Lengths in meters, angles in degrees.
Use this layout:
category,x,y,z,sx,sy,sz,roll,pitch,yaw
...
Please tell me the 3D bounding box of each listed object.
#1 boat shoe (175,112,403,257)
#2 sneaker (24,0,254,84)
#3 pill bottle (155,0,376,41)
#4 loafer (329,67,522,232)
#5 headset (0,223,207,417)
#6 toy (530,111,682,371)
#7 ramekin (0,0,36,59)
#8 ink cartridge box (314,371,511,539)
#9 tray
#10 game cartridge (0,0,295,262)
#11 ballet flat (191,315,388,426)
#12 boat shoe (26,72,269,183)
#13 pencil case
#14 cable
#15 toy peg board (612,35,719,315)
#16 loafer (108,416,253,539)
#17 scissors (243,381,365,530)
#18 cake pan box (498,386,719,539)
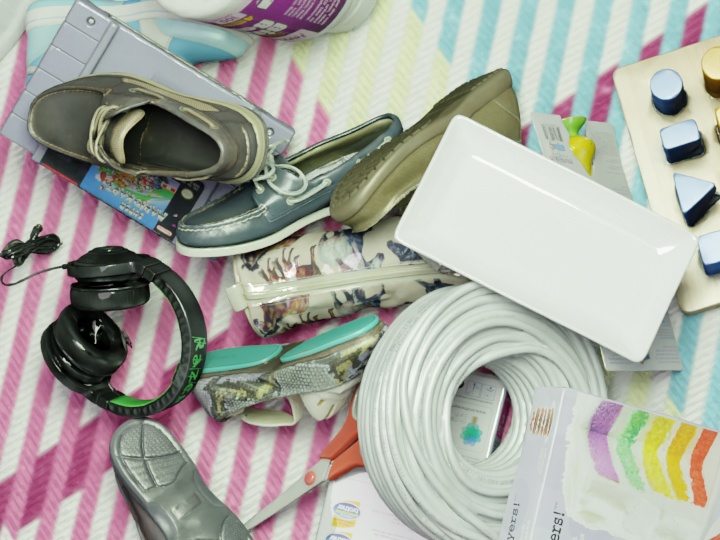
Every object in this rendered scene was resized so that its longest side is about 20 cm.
category,x,y,z,sx,sy,sz,roll,pitch,yaw
boat shoe,-0.053,-0.065,1.618,0.199,0.075,0.062,-19,120,-11
sneaker,-0.182,-0.148,1.692,0.199,0.079,0.132,2,78,22
pill bottle,-0.070,-0.235,1.611,0.112,0.200,0.113,-2,87,33
loafer,0.059,-0.082,1.592,0.200,0.076,0.068,-39,99,-30
headset,-0.199,0.030,1.649,0.199,0.094,0.124,31,113,20
toy,0.173,-0.016,1.582,0.047,0.115,0.201,-21,76,36
ramekin,-0.372,-0.257,1.741,0.199,0.098,0.202,-2,79,11
ink cartridge box,0.036,0.169,1.602,0.118,0.042,0.201,12,79,16
tray,0.133,-0.021,1.512,0.199,0.022,0.108,27,74,4
game cartridge,-0.167,-0.107,1.649,0.199,0.038,0.130,31,97,-9
ballet flat,-0.047,0.082,1.597,0.199,0.072,0.073,-14,75,40
boat shoe,-0.167,-0.108,1.569,0.199,0.073,0.075,7,97,22
pencil case,0.000,0.000,1.616,0.198,0.089,0.078,-10,90,11
cable,0.093,0.106,1.536,0.199,0.069,0.201,28,75,-26
toy peg board,0.305,-0.096,1.565,0.198,0.098,0.201,-17,76,8
loafer,-0.132,0.208,1.630,0.072,0.063,0.201,-26,78,-25
scissors,-0.026,0.156,1.594,0.200,0.014,0.073,-49,50,15
cake pan box,0.190,0.199,1.510,0.183,0.052,0.201,18,82,-19
